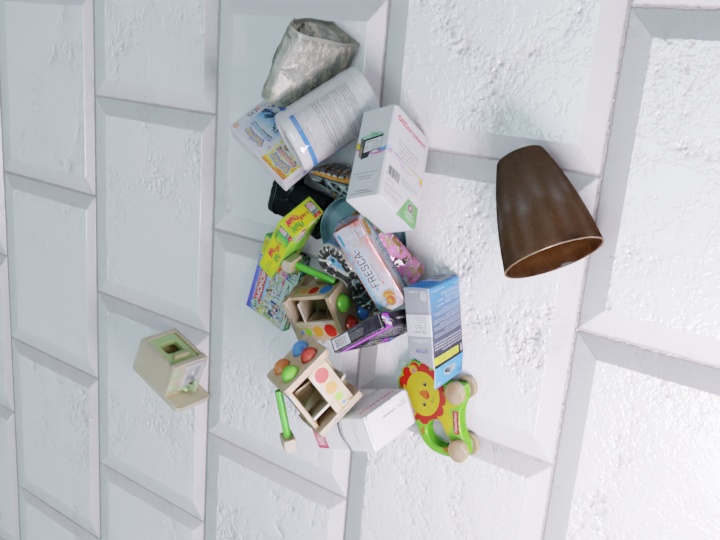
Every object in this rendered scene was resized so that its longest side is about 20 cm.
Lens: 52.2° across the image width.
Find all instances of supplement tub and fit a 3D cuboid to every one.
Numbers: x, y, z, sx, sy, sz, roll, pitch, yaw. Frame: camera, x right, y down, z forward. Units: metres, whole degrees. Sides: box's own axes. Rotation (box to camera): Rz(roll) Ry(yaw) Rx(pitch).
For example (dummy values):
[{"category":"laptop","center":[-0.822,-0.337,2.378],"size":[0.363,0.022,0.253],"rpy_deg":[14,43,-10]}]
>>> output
[{"category":"supplement tub","center":[-0.067,-0.314,1.525],"size":[0.197,0.132,0.134],"rpy_deg":[-32,79,-6]}]

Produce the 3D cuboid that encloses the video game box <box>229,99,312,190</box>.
[{"category":"video game box","center":[-0.162,-0.303,1.630],"size":[0.182,0.047,0.200],"rpy_deg":[-41,69,-13]}]

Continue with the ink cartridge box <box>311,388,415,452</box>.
[{"category":"ink cartridge box","center":[0.002,0.329,1.633],"size":[0.198,0.144,0.087],"rpy_deg":[-13,100,48]}]

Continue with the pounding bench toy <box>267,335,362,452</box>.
[{"category":"pounding bench toy","center":[-0.130,0.265,1.564],"size":[0.157,0.200,0.124],"rpy_deg":[52,165,-23]}]

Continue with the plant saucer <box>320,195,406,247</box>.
[{"category":"plant saucer","center":[0.008,-0.080,1.597],"size":[0.195,0.028,0.204],"rpy_deg":[9,126,13]}]

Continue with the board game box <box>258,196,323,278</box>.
[{"category":"board game box","center":[-0.157,-0.071,1.636],"size":[0.048,0.101,0.201],"rpy_deg":[44,147,5]}]

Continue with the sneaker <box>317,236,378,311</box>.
[{"category":"sneaker","center":[0.000,0.000,1.580],"size":[0.078,0.091,0.200],"rpy_deg":[-34,106,35]}]

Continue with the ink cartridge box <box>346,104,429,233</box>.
[{"category":"ink cartridge box","center":[0.057,-0.200,1.459],"size":[0.082,0.144,0.205],"rpy_deg":[-4,64,35]}]

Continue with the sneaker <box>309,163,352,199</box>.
[{"category":"sneaker","center":[-0.025,-0.177,1.602],"size":[0.196,0.078,0.079],"rpy_deg":[20,121,17]}]

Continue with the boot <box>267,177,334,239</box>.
[{"category":"boot","center":[-0.122,-0.192,1.679],"size":[0.166,0.076,0.205],"rpy_deg":[27,113,26]}]

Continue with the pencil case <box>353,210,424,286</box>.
[{"category":"pencil case","center":[0.044,-0.043,1.544],"size":[0.086,0.083,0.200],"rpy_deg":[-42,105,7]}]

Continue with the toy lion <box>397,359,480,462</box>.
[{"category":"toy lion","center":[0.162,0.295,1.595],"size":[0.188,0.068,0.206],"rpy_deg":[4,102,42]}]

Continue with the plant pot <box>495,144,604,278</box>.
[{"category":"plant pot","center":[0.320,-0.115,1.338],"size":[0.185,0.185,0.205],"rpy_deg":[-27,69,35]}]

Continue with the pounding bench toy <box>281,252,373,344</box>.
[{"category":"pounding bench toy","center":[-0.079,0.052,1.632],"size":[0.153,0.124,0.204],"rpy_deg":[-6,117,35]}]

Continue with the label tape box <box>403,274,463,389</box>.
[{"category":"label tape box","center":[0.153,0.122,1.508],"size":[0.065,0.142,0.206],"rpy_deg":[2,101,32]}]

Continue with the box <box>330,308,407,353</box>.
[{"category":"box","center":[0.049,0.122,1.548],"size":[0.142,0.198,0.037],"rpy_deg":[-31,73,34]}]

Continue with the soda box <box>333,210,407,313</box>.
[{"category":"soda box","center":[0.022,-0.018,1.474],"size":[0.062,0.069,0.203],"rpy_deg":[-25,109,18]}]

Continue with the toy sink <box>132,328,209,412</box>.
[{"category":"toy sink","center":[-0.504,0.267,2.011],"size":[0.199,0.129,0.114],"rpy_deg":[38,118,24]}]

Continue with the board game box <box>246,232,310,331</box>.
[{"category":"board game box","center":[-0.205,0.029,1.812],"size":[0.133,0.029,0.204],"rpy_deg":[31,116,26]}]

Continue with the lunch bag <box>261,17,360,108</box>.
[{"category":"lunch bag","center":[-0.120,-0.437,1.551],"size":[0.117,0.198,0.166],"rpy_deg":[42,121,19]}]
